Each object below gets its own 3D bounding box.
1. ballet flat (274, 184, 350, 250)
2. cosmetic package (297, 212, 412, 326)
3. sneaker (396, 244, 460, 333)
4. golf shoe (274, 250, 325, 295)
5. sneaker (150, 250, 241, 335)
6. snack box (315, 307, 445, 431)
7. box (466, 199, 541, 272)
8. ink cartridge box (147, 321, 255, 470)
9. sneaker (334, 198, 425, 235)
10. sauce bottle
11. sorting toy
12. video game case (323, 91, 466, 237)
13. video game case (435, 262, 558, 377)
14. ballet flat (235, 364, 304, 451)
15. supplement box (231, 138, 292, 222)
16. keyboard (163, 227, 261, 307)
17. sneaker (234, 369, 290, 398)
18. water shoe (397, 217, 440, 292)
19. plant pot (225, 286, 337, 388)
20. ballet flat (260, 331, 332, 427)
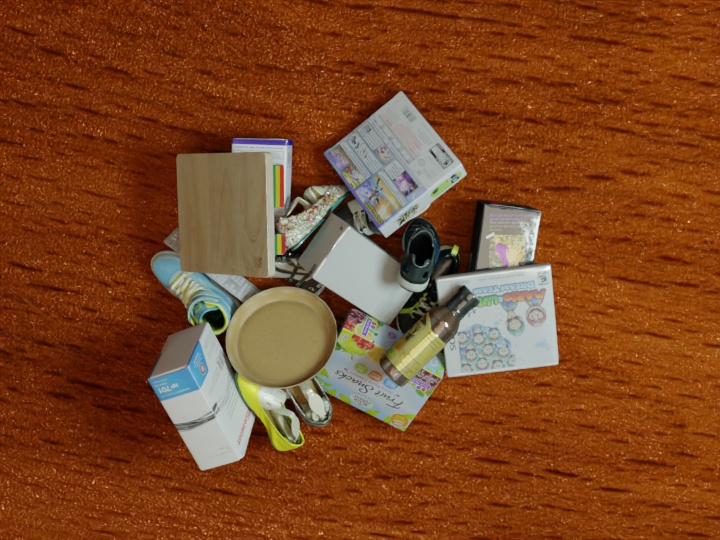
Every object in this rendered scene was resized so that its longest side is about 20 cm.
[{"bbox_3d":[-0.084,-0.111,1.506,0.064,0.200,0.075,49,135,-7],"label":"ballet flat"},{"bbox_3d":[0.000,0.000,1.524,0.199,0.081,0.113,36,93,-33],"label":"cosmetic package"},{"bbox_3d":[0.123,0.040,1.572,0.071,0.083,0.202,24,97,-3],"label":"sneaker"},{"bbox_3d":[-0.110,0.007,1.572,0.198,0.078,0.096,-7,98,2],"label":"golf shoe"},{"bbox_3d":[-0.304,0.040,1.549,0.199,0.131,0.080,36,99,-5],"label":"sneaker"},{"bbox_3d":[0.033,0.184,1.565,0.199,0.068,0.169,28,129,-3],"label":"snack box"},{"bbox_3d":[0.252,-0.019,1.543,0.105,0.122,0.202,7,98,0],"label":"box"},{"bbox_3d":[-0.268,0.215,1.472,0.085,0.147,0.201,-17,114,12],"label":"ink cartridge box"},{"bbox_3d":[0.034,-0.106,1.551,0.198,0.089,0.075,-22,99,5],"label":"sneaker"},{"bbox_3d":[0.120,0.108,1.454,0.200,0.065,0.065,-45,96,4],"label":"sauce bottle"},{"bbox_3d":[-0.214,-0.097,1.447,0.197,0.069,0.202,4,98,33],"label":"sorting toy"},{"bbox_3d":[0.059,-0.189,1.510,0.181,0.045,0.201,-37,61,4],"label":"video game case"},{"bbox_3d":[0.238,0.088,1.488,0.198,0.024,0.184,-7,105,4],"label":"video game case"},{"bbox_3d":[-0.155,0.248,1.543,0.066,0.067,0.201,-2,126,32],"label":"ballet flat"},{"bbox_3d":[-0.177,-0.135,1.539,0.102,0.101,0.202,1,98,1],"label":"supplement box"},{"bbox_3d":[-0.272,-0.006,1.582,0.199,0.056,0.011,37,119,-5],"label":"keyboard"},{"bbox_3d":[-0.202,0.186,1.598,0.198,0.075,0.106,-1,99,-5],"label":"sneaker"},{"bbox_3d":[0.113,-0.044,1.504,0.071,0.201,0.079,18,128,-4],"label":"water shoe"},{"bbox_3d":[-0.139,0.122,1.517,0.198,0.028,0.202,-2,58,3],"label":"plant pot"},{"bbox_3d":[-0.109,0.197,1.541,0.072,0.072,0.201,-30,101,4],"label":"ballet flat"}]
